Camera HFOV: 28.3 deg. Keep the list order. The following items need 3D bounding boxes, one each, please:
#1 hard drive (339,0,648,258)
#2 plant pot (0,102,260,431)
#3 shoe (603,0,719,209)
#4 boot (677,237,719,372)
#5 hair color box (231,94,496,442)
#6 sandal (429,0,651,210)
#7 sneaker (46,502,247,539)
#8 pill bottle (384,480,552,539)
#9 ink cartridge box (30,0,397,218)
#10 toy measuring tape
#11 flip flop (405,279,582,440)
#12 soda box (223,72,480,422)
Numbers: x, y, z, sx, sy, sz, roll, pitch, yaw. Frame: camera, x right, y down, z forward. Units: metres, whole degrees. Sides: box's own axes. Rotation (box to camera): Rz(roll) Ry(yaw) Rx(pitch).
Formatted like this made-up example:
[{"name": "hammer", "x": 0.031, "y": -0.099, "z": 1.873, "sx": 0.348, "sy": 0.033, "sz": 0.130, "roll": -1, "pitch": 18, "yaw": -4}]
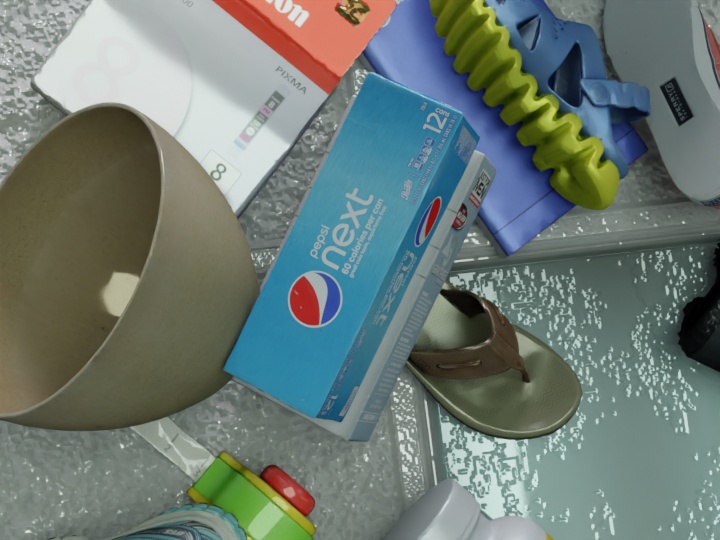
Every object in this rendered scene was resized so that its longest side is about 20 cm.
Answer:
[{"name": "hard drive", "x": 0.095, "y": -0.128, "z": 1.010, "sx": 0.132, "sy": 0.025, "sz": 0.200, "roll": -36, "pitch": 92, "yaw": -12}, {"name": "plant pot", "x": -0.140, "y": 0.015, "z": 0.886, "sx": 0.134, "sy": 0.200, "sz": 0.201, "roll": 29, "pitch": 78, "yaw": -40}, {"name": "shoe", "x": 0.240, "y": -0.127, "z": 1.020, "sx": 0.091, "sy": 0.071, "sz": 0.201, "roll": 18, "pitch": 49, "yaw": -49}, {"name": "boot", "x": 0.292, "y": 0.090, "z": 0.997, "sx": 0.168, "sy": 0.076, "sz": 0.201, "roll": 26, "pitch": 73, "yaw": -10}, {"name": "hair color box", "x": 0.000, "y": 0.000, "z": 0.932, "sx": 0.099, "sy": 0.061, "sz": 0.201, "roll": 26, "pitch": 90, "yaw": 16}, {"name": "sandal", "x": 0.125, "y": -0.140, "z": 0.970, "sx": 0.087, "sy": 0.079, "sz": 0.200, "roll": -42, "pitch": 101, "yaw": -15}, {"name": "sneaker", "x": -0.170, "y": 0.201, "z": 0.876, "sx": 0.199, "sy": 0.086, "sz": 0.078, "roll": -26, "pitch": 92, "yaw": 12}, {"name": "pill bottle", "x": 0.105, "y": 0.232, "z": 0.923, "sx": 0.200, "sy": 0.112, "sz": 0.112, "roll": 43, "pitch": 79, "yaw": -4}, {"name": "ink cartridge box", "x": -0.095, "y": -0.151, "z": 0.954, "sx": 0.162, "sy": 0.057, "sz": 0.200, "roll": 38, "pitch": 92, "yaw": -4}, {"name": "toy measuring tape", "x": -0.092, "y": 0.137, "z": 0.926, "sx": 0.200, "sy": 0.074, "sz": 0.074, "roll": 42, "pitch": 79, "yaw": -4}, {"name": "flip flop", "x": 0.064, "y": 0.041, "z": 0.970, "sx": 0.200, "sy": 0.058, "sz": 0.081, "roll": 42, "pitch": 75, "yaw": -1}, {"name": "soda box", "x": -0.003, "y": -0.012, "z": 0.870, "sx": 0.068, "sy": 0.064, "sz": 0.201, "roll": 26, "pitch": 89, "yaw": 16}]
